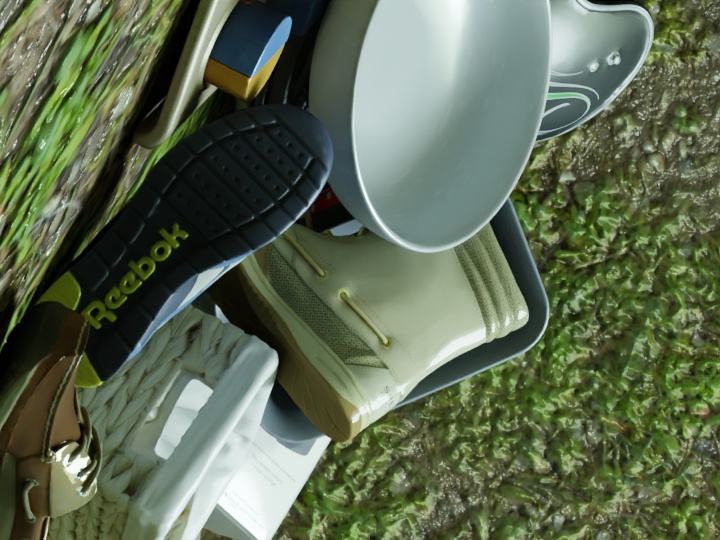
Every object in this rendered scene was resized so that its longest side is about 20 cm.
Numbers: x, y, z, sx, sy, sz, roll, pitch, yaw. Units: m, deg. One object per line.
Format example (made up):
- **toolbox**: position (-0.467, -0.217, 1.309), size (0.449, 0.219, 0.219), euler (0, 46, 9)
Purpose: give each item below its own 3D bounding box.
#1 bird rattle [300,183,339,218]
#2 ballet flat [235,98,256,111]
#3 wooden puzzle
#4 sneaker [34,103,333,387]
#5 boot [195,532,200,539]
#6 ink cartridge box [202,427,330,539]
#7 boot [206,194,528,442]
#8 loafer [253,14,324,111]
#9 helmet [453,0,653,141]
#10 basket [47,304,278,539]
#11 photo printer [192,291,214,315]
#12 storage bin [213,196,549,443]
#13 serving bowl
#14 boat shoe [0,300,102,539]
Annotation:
- **bird rattle**: position (-0.007, -0.072, 1.867), size (0.163, 0.112, 0.201), euler (22, -77, 60)
- **ballet flat**: position (-0.037, -0.100, 1.698), size (0.076, 0.064, 0.200), euler (-62, 149, 1)
- **wooden puzzle**: position (-0.038, -0.169, 1.419), size (0.200, 0.046, 0.185), euler (-62, 176, 33)
- **sneaker**: position (-0.098, -0.022, 1.438), size (0.200, 0.074, 0.082), euler (-39, -177, 12)
- **boot**: position (-0.173, 0.196, 1.790), size (0.199, 0.070, 0.146), euler (-22, 174, -29)
- **ink cartridge box**: position (-0.087, 0.093, 1.986), size (0.144, 0.084, 0.200), euler (9, -119, 49)
- **boot**: position (-0.008, -0.013, 1.589), size (0.155, 0.200, 0.073), euler (-30, 161, -23)
- **loafer**: position (-0.015, -0.126, 1.586), size (0.072, 0.063, 0.201), euler (-21, 132, -49)
- **helmet**: position (0.075, -0.184, 1.679), size (0.190, 0.200, 0.201), euler (29, 93, -44)
- **basket**: position (-0.140, 0.101, 1.586), size (0.136, 0.123, 0.200), euler (-57, 175, -22)
- **photo printer**: position (-0.128, 0.064, 1.844), size (0.167, 0.069, 0.200), euler (-57, 176, -37)
- **storage bin**: position (0.000, 0.000, 1.705), size (0.199, 0.146, 0.134), euler (-23, -163, -3)
- **serving bowl**: position (0.031, -0.114, 1.527), size (0.200, 0.066, 0.201), euler (-24, 121, -48)
- **boat shoe**: position (-0.172, 0.094, 1.406), size (0.200, 0.074, 0.076), euler (120, -12, -46)
